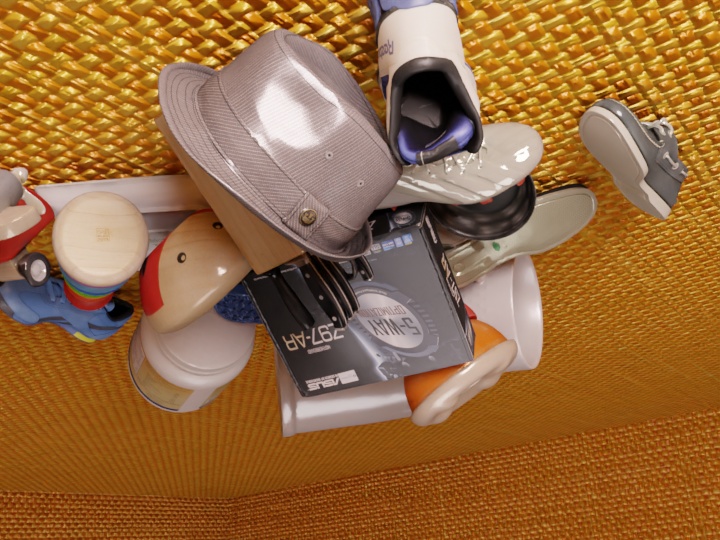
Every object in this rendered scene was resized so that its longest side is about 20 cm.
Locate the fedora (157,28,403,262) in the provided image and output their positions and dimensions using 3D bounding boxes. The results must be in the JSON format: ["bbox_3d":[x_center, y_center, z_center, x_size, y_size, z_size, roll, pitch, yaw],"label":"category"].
[{"bbox_3d":[-0.040,-0.102,0.588,0.090,0.179,0.199,-40,121,19],"label":"fedora"}]

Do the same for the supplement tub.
[{"bbox_3d":[-0.214,0.090,1.044,0.141,0.148,0.200,3,158,-23],"label":"supplement tub"}]

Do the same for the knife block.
[{"bbox_3d":[-0.073,-0.041,0.687,0.063,0.180,0.198,-22,154,36],"label":"knife block"}]

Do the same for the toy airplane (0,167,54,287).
[{"bbox_3d":[-0.358,-0.037,0.671,0.195,0.145,0.199,-11,-169,-17],"label":"toy airplane"}]

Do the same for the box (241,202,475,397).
[{"bbox_3d":[0.000,0.036,0.823,0.195,0.044,0.163,-14,118,20],"label":"box"}]

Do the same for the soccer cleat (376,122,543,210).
[{"bbox_3d":[0.062,-0.096,0.728,0.195,0.071,0.078,-9,149,27],"label":"soccer cleat"}]

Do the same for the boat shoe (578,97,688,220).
[{"bbox_3d":[0.265,-0.117,0.779,0.062,0.073,0.199,-53,140,2],"label":"boat shoe"}]

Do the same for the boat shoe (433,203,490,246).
[{"bbox_3d":[0.051,-0.050,0.893,0.197,0.058,0.067,-22,119,28],"label":"boat shoe"}]

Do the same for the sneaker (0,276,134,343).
[{"bbox_3d":[-0.350,0.032,0.981,0.077,0.067,0.200,-24,156,14],"label":"sneaker"}]

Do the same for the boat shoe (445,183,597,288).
[{"bbox_3d":[0.161,-0.051,0.906,0.196,0.068,0.073,-24,127,10],"label":"boat shoe"}]

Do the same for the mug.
[{"bbox_3d":[0.121,0.039,1.027,0.171,0.150,0.201,-7,139,26],"label":"mug"}]

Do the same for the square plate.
[{"bbox_3d":[-0.214,-0.042,0.863,0.194,0.029,0.199,-4,159,-4],"label":"square plate"}]

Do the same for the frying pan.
[{"bbox_3d":[0.091,-0.062,0.818,0.114,0.031,0.189,41,133,-18],"label":"frying pan"}]

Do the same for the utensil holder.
[{"bbox_3d":[-0.027,0.147,1.216,0.194,0.174,0.171,-5,160,-7],"label":"utensil holder"}]

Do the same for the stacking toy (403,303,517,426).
[{"bbox_3d":[0.071,0.058,0.930,0.144,0.202,0.147,-32,164,-11],"label":"stacking toy"}]

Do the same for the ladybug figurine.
[{"bbox_3d":[-0.158,-0.005,0.776,0.072,0.136,0.199,48,157,-9],"label":"ladybug figurine"}]

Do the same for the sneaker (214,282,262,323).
[{"bbox_3d":[-0.070,0.027,0.957,0.195,0.079,0.071,13,136,-2],"label":"sneaker"}]

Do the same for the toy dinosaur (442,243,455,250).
[{"bbox_3d":[0.000,0.000,0.859,0.196,0.078,0.103,-11,130,27],"label":"toy dinosaur"}]

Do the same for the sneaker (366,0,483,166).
[{"bbox_3d":[0.048,-0.119,0.602,0.078,0.118,0.200,-8,160,10],"label":"sneaker"}]

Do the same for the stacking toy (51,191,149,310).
[{"bbox_3d":[-0.259,-0.005,0.807,0.083,0.088,0.200,2,164,-20],"label":"stacking toy"}]
